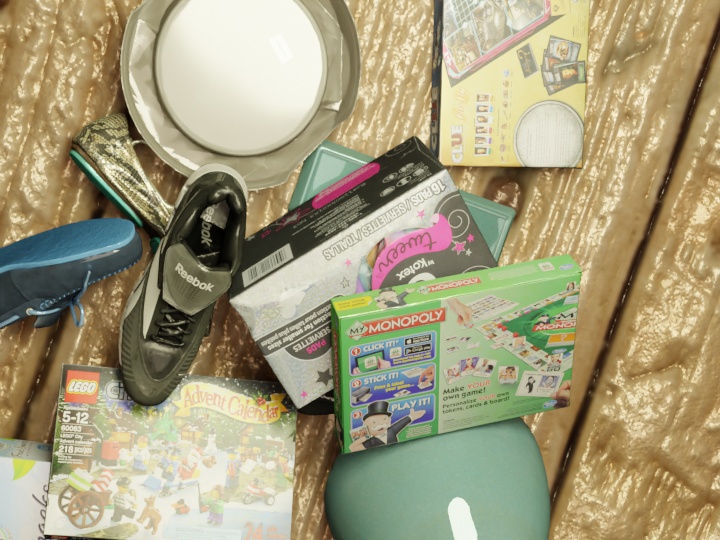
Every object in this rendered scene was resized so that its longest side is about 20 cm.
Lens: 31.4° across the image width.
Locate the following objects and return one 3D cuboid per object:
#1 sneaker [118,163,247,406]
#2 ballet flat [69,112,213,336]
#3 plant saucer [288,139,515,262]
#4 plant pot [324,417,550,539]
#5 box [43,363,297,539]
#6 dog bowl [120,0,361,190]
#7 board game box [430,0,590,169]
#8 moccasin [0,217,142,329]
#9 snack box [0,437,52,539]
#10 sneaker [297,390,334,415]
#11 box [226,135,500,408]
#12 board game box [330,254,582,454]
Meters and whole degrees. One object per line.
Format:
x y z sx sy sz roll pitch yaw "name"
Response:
-0.138 0.013 0.995 0.066 0.090 0.203 22 90 -15 "sneaker"
-0.161 -0.044 1.069 0.075 0.068 0.201 -36 99 -15 "ballet flat"
0.040 -0.052 1.125 0.197 0.019 0.071 19 95 -13 "plant saucer"
0.078 0.226 1.075 0.197 0.135 0.203 -6 123 -10 "plant pot"
-0.153 0.156 1.050 0.197 0.038 0.139 6 73 -11 "box"
-0.100 -0.169 1.062 0.197 0.059 0.203 -2 99 -10 "dog bowl"
0.130 -0.192 1.112 0.133 0.035 0.203 1 98 -10 "board game box"
-0.264 0.012 1.050 0.197 0.081 0.069 -15 115 15 "moccasin"
-0.242 0.240 1.089 0.197 0.068 0.171 7 95 -10 "snack box"
0.030 0.083 1.107 0.197 0.089 0.075 -15 102 -6 "sneaker"
0.000 0.000 1.051 0.198 0.132 0.116 -32 110 2 "box"
0.076 0.067 1.012 0.197 0.029 0.136 -10 123 -13 "board game box"
